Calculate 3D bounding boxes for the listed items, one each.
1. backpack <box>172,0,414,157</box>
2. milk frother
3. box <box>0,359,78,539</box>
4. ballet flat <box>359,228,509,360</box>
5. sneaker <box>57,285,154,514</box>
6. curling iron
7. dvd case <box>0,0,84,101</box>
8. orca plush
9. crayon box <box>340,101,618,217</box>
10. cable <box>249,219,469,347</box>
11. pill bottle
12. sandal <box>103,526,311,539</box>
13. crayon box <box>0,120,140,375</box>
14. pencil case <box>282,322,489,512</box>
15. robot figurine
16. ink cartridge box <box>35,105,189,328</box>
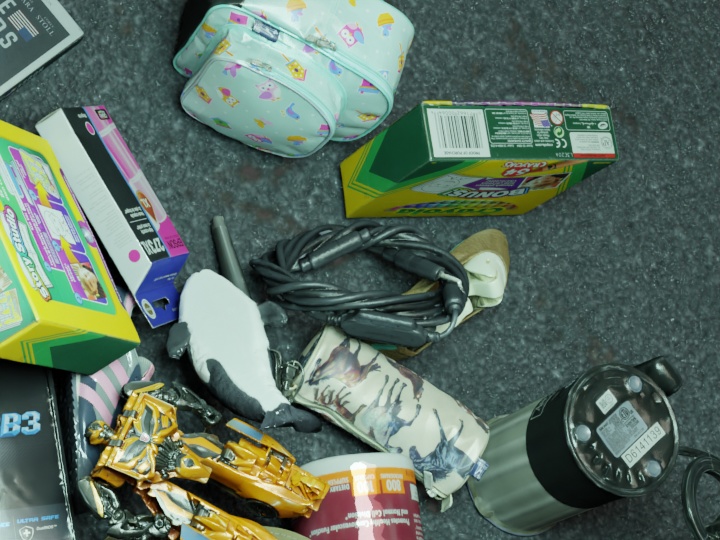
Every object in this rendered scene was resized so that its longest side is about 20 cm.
[{"bbox_3d":[-0.058,-0.191,1.750,0.198,0.176,0.155,17,68,-16],"label":"backpack"},{"bbox_3d":[0.227,0.193,1.754,0.179,0.188,0.202,-18,81,-29],"label":"milk frother"},{"bbox_3d":[-0.338,0.150,1.565,0.198,0.050,0.201,-3,75,-28],"label":"box"},{"bbox_3d":[0.086,0.025,1.805,0.199,0.072,0.068,-31,112,-32],"label":"ballet flat"},{"bbox_3d":[-0.210,0.104,1.631,0.081,0.070,0.202,5,71,-21],"label":"sneaker"},{"bbox_3d":[-0.095,0.035,1.714,0.025,0.050,0.201,16,43,-46],"label":"curling iron"},{"bbox_3d":[-0.358,-0.208,1.693,0.151,0.025,0.200,50,59,-4],"label":"dvd case"},{"bbox_3d":[-0.097,0.085,1.659,0.105,0.072,0.200,-32,49,-25],"label":"orca plush"},{"bbox_3d":[0.107,-0.099,1.795,0.198,0.172,0.059,-2,74,-27],"label":"crayon box"},{"bbox_3d":[0.000,0.000,1.740,0.198,0.051,0.164,9,34,3],"label":"cable"},{"bbox_3d":[0.003,0.265,1.657,0.113,0.114,0.202,1,72,-26],"label":"pill bottle"},{"bbox_3d":[-0.115,0.260,1.627,0.209,0.070,0.078,5,59,3],"label":"sandal"},{"bbox_3d":[-0.271,-0.024,1.540,0.201,0.058,0.172,63,15,17],"label":"crayon box"},{"bbox_3d":[0.022,0.127,1.737,0.199,0.078,0.090,34,51,-13],"label":"pencil case"},{"bbox_3d":[-0.130,0.169,1.578,0.199,0.058,0.146,29,59,-9],"label":"robot figurine"},{"bbox_3d":[-0.203,-0.049,1.682,0.201,0.037,0.095,62,16,2],"label":"ink cartridge box"}]
